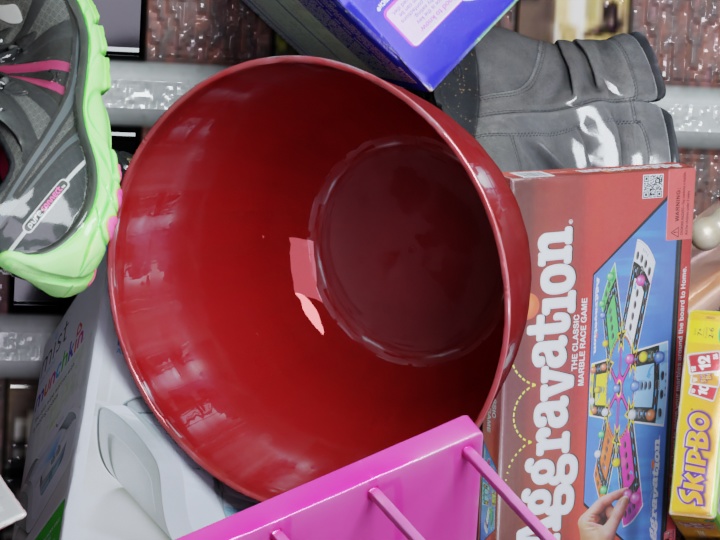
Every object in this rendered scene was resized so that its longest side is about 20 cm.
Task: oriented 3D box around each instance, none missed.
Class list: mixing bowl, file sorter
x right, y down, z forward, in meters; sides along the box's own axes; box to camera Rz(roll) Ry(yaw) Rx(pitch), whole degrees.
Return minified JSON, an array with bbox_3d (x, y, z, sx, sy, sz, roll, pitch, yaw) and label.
[{"bbox_3d":[0.000,0.000,1.253,0.200,0.108,0.200,6,102,29],"label":"mixing bowl"},{"bbox_3d":[-0.009,0.179,1.134,0.200,0.125,0.139,-22,136,-24],"label":"file sorter"}]

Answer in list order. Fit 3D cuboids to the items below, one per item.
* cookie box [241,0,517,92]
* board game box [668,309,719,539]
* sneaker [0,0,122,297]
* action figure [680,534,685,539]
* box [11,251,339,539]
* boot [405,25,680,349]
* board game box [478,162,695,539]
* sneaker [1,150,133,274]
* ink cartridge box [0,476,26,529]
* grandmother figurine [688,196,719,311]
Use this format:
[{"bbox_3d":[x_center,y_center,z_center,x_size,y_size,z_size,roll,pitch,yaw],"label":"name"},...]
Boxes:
[{"bbox_3d":[0.036,-0.170,1.304,0.171,0.200,0.075,-46,106,-6],"label":"cookie box"},{"bbox_3d":[0.172,0.083,1.372,0.030,0.200,0.096,4,80,14],"label":"board game box"},{"bbox_3d":[-0.160,-0.075,1.272,0.084,0.200,0.077,12,128,-27],"label":"sneaker"},{"bbox_3d":[0.119,0.117,1.413,0.065,0.099,0.200,-11,113,16],"label":"action figure"},{"bbox_3d":[-0.053,0.111,1.318,0.200,0.097,0.177,19,50,-16],"label":"box"},{"bbox_3d":[0.095,-0.034,1.368,0.132,0.070,0.200,5,69,-14],"label":"boot"},{"bbox_3d":[0.105,0.052,1.320,0.103,0.019,0.200,-4,103,-27],"label":"board game box"},{"bbox_3d":[-0.155,-0.025,1.345,0.200,0.072,0.072,19,122,-21],"label":"sneaker"},{"bbox_3d":[-0.237,0.141,1.264,0.176,0.200,0.045,-24,104,-11],"label":"ink cartridge box"},{"bbox_3d":[0.192,-0.021,1.402,0.200,0.121,0.061,-37,93,12],"label":"grandmother figurine"}]
